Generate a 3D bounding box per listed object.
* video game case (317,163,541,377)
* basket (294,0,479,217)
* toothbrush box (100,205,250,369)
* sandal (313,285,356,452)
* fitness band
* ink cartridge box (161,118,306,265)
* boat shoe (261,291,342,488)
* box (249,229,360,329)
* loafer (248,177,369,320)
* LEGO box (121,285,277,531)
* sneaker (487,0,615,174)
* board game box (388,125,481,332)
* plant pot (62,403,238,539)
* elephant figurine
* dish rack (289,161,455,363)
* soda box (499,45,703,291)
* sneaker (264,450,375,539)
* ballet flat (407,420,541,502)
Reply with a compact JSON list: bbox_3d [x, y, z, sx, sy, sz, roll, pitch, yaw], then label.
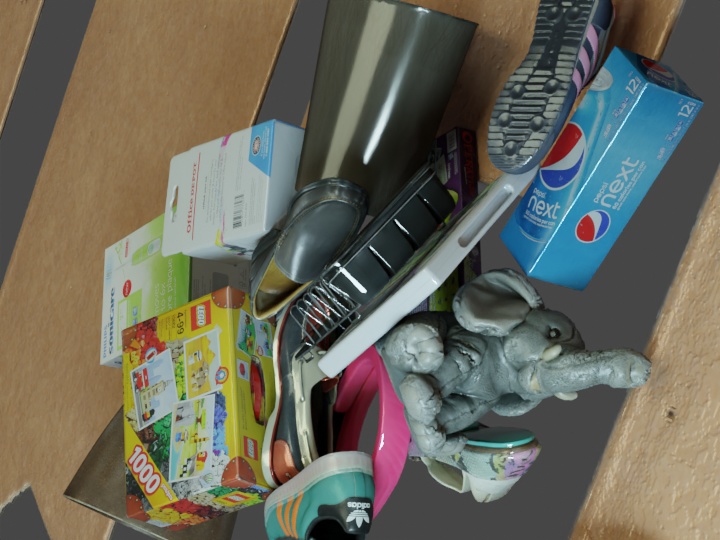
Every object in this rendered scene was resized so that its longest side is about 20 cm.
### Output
[{"bbox_3d":[0.059,-0.004,1.658,0.182,0.023,0.200,-47,2,-39],"label":"video game case"},{"bbox_3d":[0.016,-0.159,1.812,0.180,0.135,0.202,25,103,57],"label":"basket"},{"bbox_3d":[-0.212,0.022,2.158,0.199,0.085,0.147,-26,58,50],"label":"toothbrush box"},{"bbox_3d":[-0.045,0.117,1.905,0.057,0.079,0.203,151,132,-68],"label":"sandal"},{"bbox_3d":[0.007,0.157,1.787,0.201,0.037,0.145,116,155,-51],"label":"fitness band"},{"bbox_3d":[-0.122,-0.074,1.934,0.199,0.067,0.116,-12,70,53],"label":"ink cartridge box"},{"bbox_3d":[-0.048,0.113,1.820,0.062,0.071,0.202,-8,62,32],"label":"boat shoe"},{"bbox_3d":[-0.057,-0.010,1.950,0.068,0.082,0.202,14,92,55],"label":"box"},{"bbox_3d":[-0.049,-0.018,1.776,0.200,0.072,0.073,130,159,-53],"label":"loafer"},{"bbox_3d":[-0.157,0.139,1.871,0.148,0.077,0.202,-22,60,31],"label":"LEGO box"},{"bbox_3d":[0.175,-0.163,1.639,0.070,0.082,0.202,16,75,35],"label":"sneaker"},{"bbox_3d":[0.069,-0.025,1.818,0.120,0.032,0.202,-24,59,45],"label":"board game box"},{"bbox_3d":[-0.191,0.186,2.013,0.186,0.186,0.202,7,70,56],"label":"plant pot"},{"bbox_3d":[0.125,0.073,1.606,0.142,0.198,0.156,80,169,-71],"label":"elephant figurine"},{"bbox_3d":[0.000,0.000,1.699,0.153,0.055,0.200,-46,2,-32],"label":"dish rack"},{"bbox_3d":[0.203,-0.085,1.608,0.201,0.067,0.064,-60,37,23],"label":"soda box"},{"bbox_3d":[-0.040,0.235,1.736,0.200,0.071,0.081,128,142,-58],"label":"sneaker"},{"bbox_3d":[0.099,0.165,1.684,0.199,0.068,0.072,13,107,60],"label":"ballet flat"}]
